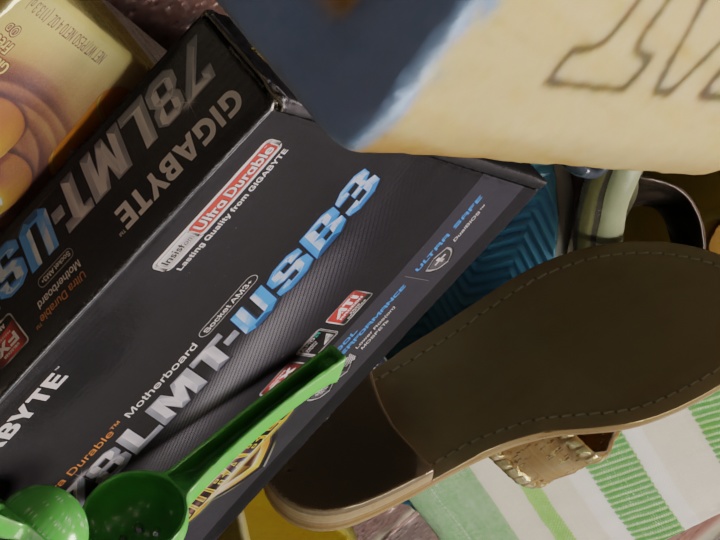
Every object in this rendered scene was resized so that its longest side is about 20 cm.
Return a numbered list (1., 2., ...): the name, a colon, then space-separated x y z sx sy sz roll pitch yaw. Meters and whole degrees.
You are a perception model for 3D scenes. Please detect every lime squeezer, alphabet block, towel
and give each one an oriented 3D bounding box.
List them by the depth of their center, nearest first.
1. alphabet block: 0.054 -0.160 0.804 0.200 0.195 0.197 1 134 -53
2. lime squeezer: -0.084 0.073 0.927 0.200 0.038 0.071 -9 143 -45
3. towel: 0.119 0.066 1.206 0.199 0.023 0.153 -23 138 11

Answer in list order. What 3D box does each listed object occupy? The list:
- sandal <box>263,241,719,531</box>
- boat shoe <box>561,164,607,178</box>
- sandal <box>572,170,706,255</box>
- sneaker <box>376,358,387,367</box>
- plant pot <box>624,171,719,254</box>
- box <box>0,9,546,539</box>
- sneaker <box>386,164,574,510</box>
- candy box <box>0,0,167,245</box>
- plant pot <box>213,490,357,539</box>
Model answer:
1. sandal: 0.059 0.054 1.125 0.211 0.078 0.070 -21 155 -11
2. boat shoe: 0.134 -0.116 1.019 0.200 0.062 0.075 -41 152 9
3. sandal: 0.117 -0.007 1.184 0.201 0.057 0.080 90 12 -64
4. sneaker: 0.000 0.000 1.119 0.200 0.070 0.108 -43 151 20
5. plant pot: 0.221 0.004 1.313 0.188 0.201 0.201 10 126 -39
6. box: -0.054 0.013 0.968 0.200 0.050 0.198 -47 157 15
7. sneaker: 0.049 0.011 1.220 0.081 0.076 0.200 -48 162 -44
8. candy box: -0.115 -0.037 0.920 0.115 0.055 0.200 -42 156 5
9. plant pot: -0.099 0.203 1.164 0.199 0.195 0.196 -16 160 10
